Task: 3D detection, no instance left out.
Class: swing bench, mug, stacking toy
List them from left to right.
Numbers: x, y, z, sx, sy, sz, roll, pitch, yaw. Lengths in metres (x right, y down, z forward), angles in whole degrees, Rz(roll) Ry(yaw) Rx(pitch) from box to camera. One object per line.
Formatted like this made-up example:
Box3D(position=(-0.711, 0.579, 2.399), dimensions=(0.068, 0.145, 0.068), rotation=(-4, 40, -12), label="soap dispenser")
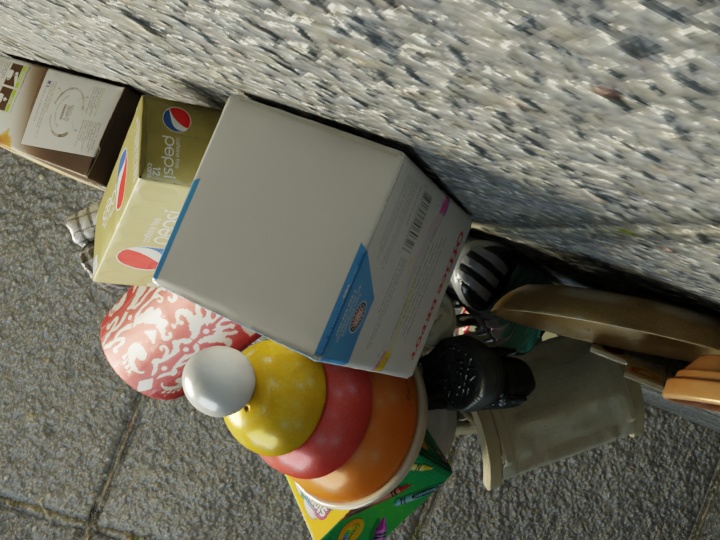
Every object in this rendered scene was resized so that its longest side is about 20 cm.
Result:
Box3D(position=(-0.128, 0.039, 0.829), dimensions=(0.133, 0.200, 0.178), rotation=(9, -132, -54), label="mug")
Box3D(position=(-0.056, 0.094, 0.690), dimensions=(0.146, 0.146, 0.200), rotation=(20, 174, 42), label="stacking toy")
Box3D(position=(0.166, 0.124, 1.004), dimensions=(0.199, 0.130, 0.200), rotation=(-13, -167, -25), label="swing bench")

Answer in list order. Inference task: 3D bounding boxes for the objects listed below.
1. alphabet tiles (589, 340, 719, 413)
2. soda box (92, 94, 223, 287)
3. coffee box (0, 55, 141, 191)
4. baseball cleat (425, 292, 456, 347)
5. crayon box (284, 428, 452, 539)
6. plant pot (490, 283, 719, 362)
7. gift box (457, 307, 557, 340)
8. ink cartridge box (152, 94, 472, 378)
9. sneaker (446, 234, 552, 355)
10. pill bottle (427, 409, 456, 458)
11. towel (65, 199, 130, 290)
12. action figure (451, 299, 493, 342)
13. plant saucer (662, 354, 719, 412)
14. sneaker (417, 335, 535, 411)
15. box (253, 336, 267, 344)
Box3D(position=(0.306, 0.093, 0.816), dimensions=(0.200, 0.006, 0.166), rotation=(21, -163, 17), label="alphabet tiles")
Box3D(position=(-0.151, -0.050, 0.687), dimensions=(0.068, 0.064, 0.200), rotation=(7, 158, -23), label="soda box")
Box3D(position=(-0.241, -0.120, 0.815), dimensions=(0.200, 0.080, 0.114), rotation=(20, 177, 38), label="coffee box")
Box3D(position=(0.000, 0.000, 0.796), dimensions=(0.200, 0.070, 0.106), rotation=(46, 173, 17), label="baseball cleat")
Box3D(position=(-0.015, 0.143, 0.827), dimensions=(0.058, 0.119, 0.200), rotation=(36, -167, -39), label="crayon box")
Box3D(position=(0.201, 0.041, 0.709), dimensions=(0.200, 0.028, 0.200), rotation=(13, 175, 1), label="plant pot")
Box3D(position=(0.207, 0.140, 1.259), dimensions=(0.186, 0.185, 0.200), rotation=(20, 171, 13), label="gift box")
Box3D(position=(-0.018, -0.012, 0.621), dimensions=(0.125, 0.129, 0.200), rotation=(22, 178, 22), label="ink cartridge box")
Box3D(position=(0.109, 0.009, 0.808), dimensions=(0.087, 0.074, 0.200), rotation=(35, 175, 34), label="sneaker")
Box3D(position=(-0.009, 0.148, 0.950), dimensions=(0.200, 0.112, 0.111), rotation=(0, 162, 44), label="pill bottle")
Box3D(position=(-0.191, -0.040, 0.951), dimensions=(0.086, 0.165, 0.200), rotation=(64, 180, 6), label="towel")
Box3D(position=(0.055, 0.025, 0.918), dimensions=(0.200, 0.119, 0.102), rotation=(15, 144, -34), label="action figure")
Box3D(position=(0.314, 0.090, 0.633), dimensions=(0.200, 0.038, 0.200), rotation=(11, 173, 1), label="plant saucer")
Box3D(position=(0.105, 0.088, 0.774), dimensions=(0.104, 0.060, 0.200), rotation=(-4, 169, -17), label="sneaker")
Box3D(position=(-0.060, 0.064, 1.008), dimensions=(0.160, 0.044, 0.200), rotation=(36, 152, -29), label="box")
